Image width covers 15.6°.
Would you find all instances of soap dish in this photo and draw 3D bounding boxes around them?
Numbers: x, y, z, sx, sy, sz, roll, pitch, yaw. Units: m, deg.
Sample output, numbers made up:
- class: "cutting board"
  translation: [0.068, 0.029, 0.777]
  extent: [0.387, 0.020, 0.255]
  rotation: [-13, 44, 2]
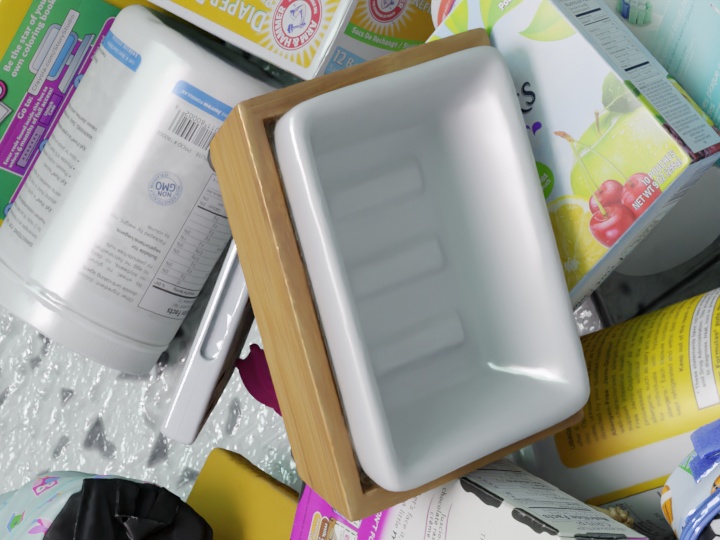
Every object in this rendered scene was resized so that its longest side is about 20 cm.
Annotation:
- class: "soap dish"
  translation: [0.017, 0.000, 1.247]
  extent: [0.081, 0.157, 0.201]
  rotation: [-6, 102, 51]

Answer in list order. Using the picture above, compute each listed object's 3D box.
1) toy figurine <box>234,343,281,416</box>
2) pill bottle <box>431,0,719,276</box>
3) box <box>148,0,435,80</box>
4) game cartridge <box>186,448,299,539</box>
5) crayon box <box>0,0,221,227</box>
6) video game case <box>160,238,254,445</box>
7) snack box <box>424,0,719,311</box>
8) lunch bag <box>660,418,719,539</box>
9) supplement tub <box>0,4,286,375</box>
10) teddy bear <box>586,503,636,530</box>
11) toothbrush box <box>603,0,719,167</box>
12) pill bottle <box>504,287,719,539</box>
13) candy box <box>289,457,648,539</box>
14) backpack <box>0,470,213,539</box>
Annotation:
- class: "toy figurine"
  translation: [0.000, 0.000, 1.481]
  extent: [0.184, 0.150, 0.200]
  rotation: [-48, 38, 8]
- class: "pill bottle"
  translation: [0.126, -0.097, 1.440]
  extent: [0.111, 0.111, 0.201]
  rotation: [-44, 52, 21]
- class: "box"
  translation: [-0.036, -0.175, 1.609]
  extent: [0.200, 0.112, 0.102]
  rotation: [29, 95, 42]
- class: "game cartridge"
  translation: [-0.053, 0.220, 1.491]
  extent: [0.200, 0.032, 0.177]
  rotation: [30, 95, 44]
- class: "crayon box"
  translation: [-0.204, -0.110, 1.690]
  extent: [0.058, 0.172, 0.201]
  rotation: [36, 99, 46]
- class: "video game case"
  translation: [-0.060, -0.008, 1.462]
  extent: [0.023, 0.200, 0.183]
  rotation: [21, 99, 0]
- class: "snack box"
  translation: [0.070, -0.045, 1.319]
  extent: [0.142, 0.053, 0.200]
  rotation: [49, 124, 13]
- class: "lunch bag"
  translation: [0.243, 0.102, 1.229]
  extent: [0.200, 0.160, 0.076]
  rotation: [-45, 21, 14]
- class: "supplement tub"
  translation: [-0.138, -0.052, 1.643]
  extent: [0.132, 0.132, 0.201]
  rotation: [38, 100, 42]
- class: "teddy bear"
  translation: [0.150, 0.196, 1.290]
  extent: [0.067, 0.145, 0.200]
  rotation: [-37, 82, -16]
- class: "toothbrush box"
  translation: [0.219, -0.122, 1.332]
  extent: [0.200, 0.146, 0.086]
  rotation: [52, 136, 38]
- class: "pill bottle"
  translation: [0.158, 0.078, 1.350]
  extent: [0.199, 0.113, 0.113]
  rotation: [-22, 62, 34]
- class: "candy box"
  translation: [0.043, 0.158, 1.287]
  extent: [0.200, 0.061, 0.137]
  rotation: [27, 108, 51]
- class: "backpack"
  translation: [-0.165, 0.209, 1.461]
  extent: [0.126, 0.167, 0.201]
  rotation: [-3, 67, 46]
